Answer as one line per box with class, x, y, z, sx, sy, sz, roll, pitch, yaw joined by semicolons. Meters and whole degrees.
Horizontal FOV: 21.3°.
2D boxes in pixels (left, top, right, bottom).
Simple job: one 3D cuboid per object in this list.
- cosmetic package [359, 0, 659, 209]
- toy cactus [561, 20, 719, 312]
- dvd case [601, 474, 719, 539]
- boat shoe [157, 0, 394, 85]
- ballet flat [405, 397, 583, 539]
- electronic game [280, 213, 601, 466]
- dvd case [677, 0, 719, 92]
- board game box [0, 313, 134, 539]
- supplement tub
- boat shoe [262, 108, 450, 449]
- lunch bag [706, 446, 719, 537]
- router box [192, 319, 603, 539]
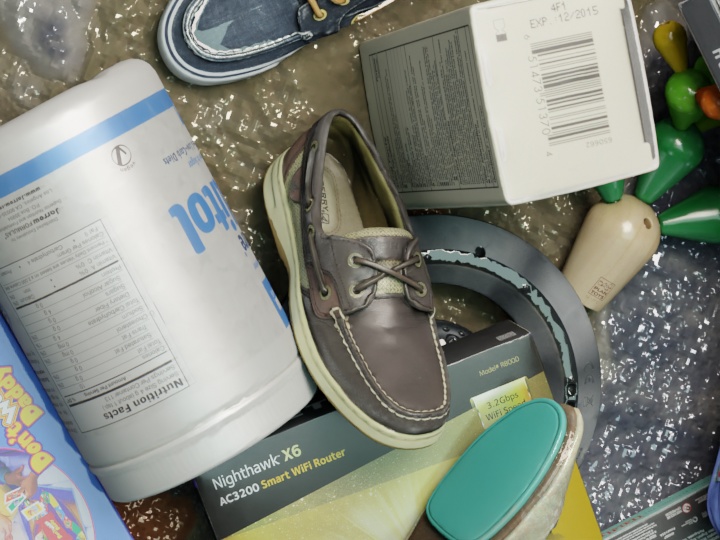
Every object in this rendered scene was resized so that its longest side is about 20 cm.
cosmetic package;0.073;-0.090;1.017;0.087;0.200;0.104;-13;96;-15
toy cactus;0.177;-0.047;1.102;0.200;0.102;0.165;24;103;-38
dvd case;0.212;0.233;1.153;0.146;0.022;0.200;-26;96;-14
boat shoe;-0.017;-0.167;1.047;0.200;0.091;0.071;-30;98;-13
ballet flat;0.055;0.153;1.006;0.200;0.067;0.062;-49;129;2
electronic game;0.040;0.067;1.091;0.199;0.042;0.201;-1;96;-9
dvd case;0.246;-0.109;1.084;0.025;0.200;0.151;-24;98;31
board game box;-0.219;0.110;1.019;0.134;0.045;0.200;-31;99;-13
supplement tub;-0.123;0.004;1.000;0.132;0.132;0.200;-30;99;-13
boat shoe;0.000;0.000;1.006;0.073;0.065;0.200;-3;52;-31
lunch bag;0.286;0.082;1.116;0.161;0.082;0.201;14;86;-44
router box;0.023;0.137;1.048;0.200;0.052;0.158;-22;100;-6
